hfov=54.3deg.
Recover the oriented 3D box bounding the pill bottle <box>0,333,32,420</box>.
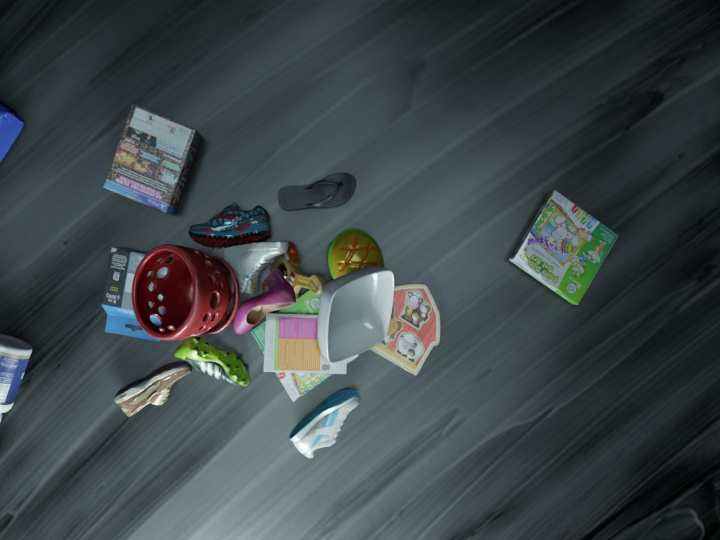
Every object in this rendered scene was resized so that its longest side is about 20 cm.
[{"bbox_3d":[-0.845,0.258,1.620,0.108,0.111,0.205,20,90,-3],"label":"pill bottle"}]

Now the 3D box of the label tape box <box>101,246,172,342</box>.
[{"bbox_3d":[-0.528,0.059,1.658,0.140,0.063,0.207,10,90,-3],"label":"label tape box"}]

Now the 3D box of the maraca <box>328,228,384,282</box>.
[{"bbox_3d":[0.000,0.000,1.669,0.135,0.107,0.204,-30,104,-10],"label":"maraca"}]

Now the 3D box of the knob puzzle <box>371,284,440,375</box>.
[{"bbox_3d":[0.111,0.126,1.714,0.212,0.030,0.227,0,90,-3],"label":"knob puzzle"}]

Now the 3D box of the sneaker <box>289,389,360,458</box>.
[{"bbox_3d":[-0.074,0.365,1.690,0.198,0.077,0.081,-38,101,4],"label":"sneaker"}]

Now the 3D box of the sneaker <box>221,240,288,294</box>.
[{"bbox_3d":[-0.239,-0.005,1.636,0.196,0.073,0.120,-9,87,36],"label":"sneaker"}]

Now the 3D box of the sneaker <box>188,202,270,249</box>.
[{"bbox_3d":[-0.312,-0.111,1.675,0.193,0.080,0.098,-4,68,-2],"label":"sneaker"}]

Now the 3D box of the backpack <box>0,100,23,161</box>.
[{"bbox_3d":[-0.898,-0.353,1.582,0.198,0.168,0.165,34,82,1],"label":"backpack"}]

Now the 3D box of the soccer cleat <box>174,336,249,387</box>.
[{"bbox_3d":[-0.347,0.219,1.656,0.080,0.069,0.199,-25,131,34],"label":"soccer cleat"}]

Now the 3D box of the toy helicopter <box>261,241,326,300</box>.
[{"bbox_3d":[-0.145,0.008,1.614,0.077,0.197,0.137,-3,101,-43],"label":"toy helicopter"}]

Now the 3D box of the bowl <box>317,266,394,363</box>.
[{"bbox_3d":[-0.020,0.087,1.581,0.196,0.074,0.205,-19,127,-38],"label":"bowl"}]

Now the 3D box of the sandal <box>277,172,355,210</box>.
[{"bbox_3d":[-0.102,-0.184,1.689,0.194,0.043,0.078,-15,92,-3],"label":"sandal"}]

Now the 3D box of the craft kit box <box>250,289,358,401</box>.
[{"bbox_3d":[-0.134,0.175,1.695,0.195,0.049,0.203,-34,93,-5],"label":"craft kit box"}]

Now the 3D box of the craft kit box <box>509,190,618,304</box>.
[{"bbox_3d":[0.497,-0.056,1.721,0.197,0.049,0.201,32,92,-3],"label":"craft kit box"}]

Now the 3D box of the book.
[{"bbox_3d":[-0.127,0.171,1.653,0.193,0.048,0.138,3,86,-4],"label":"book"}]

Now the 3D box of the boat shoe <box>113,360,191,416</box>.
[{"bbox_3d":[-0.483,0.280,1.665,0.196,0.076,0.073,-26,100,3],"label":"boat shoe"}]

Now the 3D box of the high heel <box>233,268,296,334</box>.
[{"bbox_3d":[-0.221,0.098,1.597,0.201,0.066,0.097,-53,54,27],"label":"high heel"}]

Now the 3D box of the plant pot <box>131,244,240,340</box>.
[{"bbox_3d":[-0.384,0.049,1.577,0.195,0.181,0.208,-1,88,27],"label":"plant pot"}]

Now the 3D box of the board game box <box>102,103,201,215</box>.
[{"bbox_3d":[-0.481,-0.256,1.639,0.155,0.097,0.205,21,90,-3],"label":"board game box"}]
